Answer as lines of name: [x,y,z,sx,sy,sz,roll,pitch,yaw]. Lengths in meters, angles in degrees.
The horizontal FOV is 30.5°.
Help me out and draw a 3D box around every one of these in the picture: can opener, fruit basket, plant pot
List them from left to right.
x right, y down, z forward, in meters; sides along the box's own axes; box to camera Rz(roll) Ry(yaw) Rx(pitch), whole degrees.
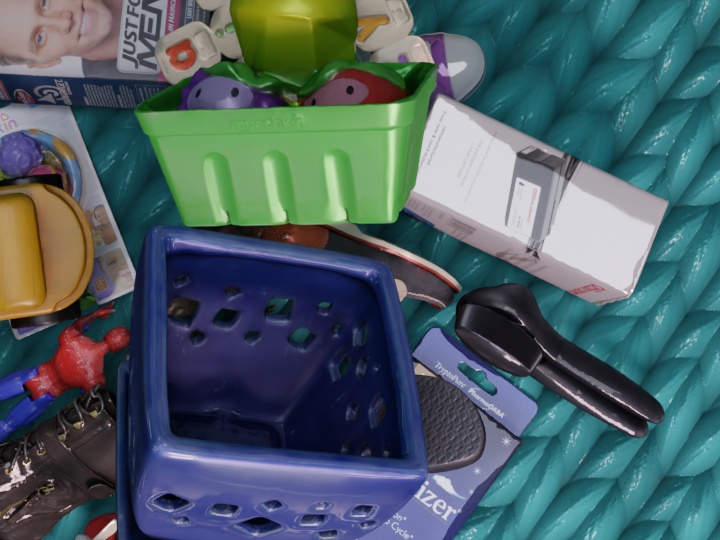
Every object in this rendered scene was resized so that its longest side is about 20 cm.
plant pot: [-0.081,0.108,0.960,0.197,0.181,0.202,9,46,-20]
fruit basket: [-0.048,-0.144,0.940,0.212,0.156,0.219,4,110,11]
can opener: [0.163,0.080,1.103,0.199,0.063,0.079,33,60,-9]

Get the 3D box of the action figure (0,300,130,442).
action figure: [-0.258,0.092,1.096,0.199,0.099,0.066,-29,91,20]

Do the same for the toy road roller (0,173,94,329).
toy road roller: [-0.301,-0.010,0.999,0.197,0.146,0.125,-8,92,-13]

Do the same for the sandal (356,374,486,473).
sandal: [0.015,0.126,1.073,0.198,0.043,0.077,0,65,31]

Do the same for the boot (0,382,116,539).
boot: [-0.264,0.140,1.038,0.173,0.200,0.070,-34,43,12]

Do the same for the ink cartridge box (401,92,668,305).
ink cartridge box: [0.129,-0.053,1.063,0.198,0.145,0.085,25,87,0]

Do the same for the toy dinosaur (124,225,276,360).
toy dinosaur: [-0.124,-0.011,1.089,0.199,0.086,0.136,-35,88,2]

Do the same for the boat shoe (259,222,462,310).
boat shoe: [0.000,0.000,1.062,0.199,0.071,0.063,23,88,-39]

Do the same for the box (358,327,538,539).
box: [0.049,0.160,1.108,0.121,0.032,0.201,36,86,1]

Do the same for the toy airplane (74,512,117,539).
toy airplane: [-0.135,0.248,1.016,0.197,0.200,0.143,20,99,-1]

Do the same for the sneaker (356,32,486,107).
sneaker: [0.012,-0.158,1.083,0.198,0.114,0.074,-13,86,-3]

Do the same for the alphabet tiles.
alphabet tiles: [-0.050,-0.162,1.016,0.194,0.015,0.202,-25,101,8]

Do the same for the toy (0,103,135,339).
toy: [-0.274,-0.058,1.105,0.114,0.047,0.202,-23,88,-4]

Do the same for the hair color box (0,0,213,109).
hair color box: [-0.220,-0.192,1.097,0.197,0.061,0.101,2,73,-1]
